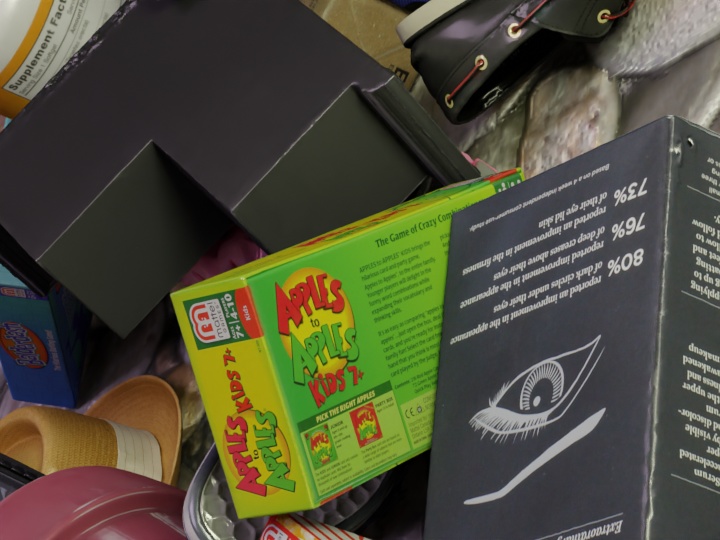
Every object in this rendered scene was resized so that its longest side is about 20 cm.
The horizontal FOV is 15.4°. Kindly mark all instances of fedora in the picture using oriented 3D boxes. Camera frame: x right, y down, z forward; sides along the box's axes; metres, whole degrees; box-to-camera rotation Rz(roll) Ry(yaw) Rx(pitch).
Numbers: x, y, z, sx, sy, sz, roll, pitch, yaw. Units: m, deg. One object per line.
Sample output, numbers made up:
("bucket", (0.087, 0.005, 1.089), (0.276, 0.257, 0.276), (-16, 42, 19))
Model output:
("fedora", (-0.179, 0.134, 1.518), (0.201, 0.082, 0.201), (-45, 30, 34))

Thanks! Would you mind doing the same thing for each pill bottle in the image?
("pill bottle", (-0.169, -0.134, 1.433), (0.111, 0.199, 0.112), (-35, 43, 41))

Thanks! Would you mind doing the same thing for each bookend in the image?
("bookend", (-0.077, -0.040, 1.312), (0.199, 0.092, 0.200), (-47, 42, -3))

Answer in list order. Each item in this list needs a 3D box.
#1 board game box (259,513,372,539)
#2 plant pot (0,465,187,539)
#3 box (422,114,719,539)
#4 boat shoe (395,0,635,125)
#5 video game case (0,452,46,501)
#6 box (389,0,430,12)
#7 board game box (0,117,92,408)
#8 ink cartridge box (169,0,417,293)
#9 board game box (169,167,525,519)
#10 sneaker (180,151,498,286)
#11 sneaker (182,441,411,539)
("board game box", (-0.009, 0.221, 1.162), (0.046, 0.151, 0.201), (29, 95, 58))
("plant pot", (-0.089, 0.209, 1.274), (0.178, 0.200, 0.201), (13, 82, 42))
("box", (0.113, 0.059, 1.120), (0.148, 0.104, 0.201), (-23, 53, 49))
("boat shoe", (0.109, -0.142, 1.297), (0.201, 0.074, 0.063), (-33, 81, 29))
("video game case", (-0.194, 0.203, 1.426), (0.180, 0.025, 0.201), (17, 104, 53))
("box", (0.086, -0.203, 1.361), (0.200, 0.064, 0.070), (-30, 47, 44))
("board game box", (-0.185, -0.024, 1.580), (0.200, 0.045, 0.153), (93, -176, -67))
("ink cartridge box", (-0.058, -0.083, 1.497), (0.201, 0.075, 0.165), (-63, 30, 9))
("board game box", (0.011, 0.029, 1.178), (0.047, 0.200, 0.102), (-13, 96, 42))
("sneaker", (0.000, 0.000, 1.369), (0.199, 0.096, 0.079), (-11, 24, 32))
("sneaker", (-0.032, 0.105, 1.261), (0.202, 0.077, 0.146), (-41, -9, -44))
